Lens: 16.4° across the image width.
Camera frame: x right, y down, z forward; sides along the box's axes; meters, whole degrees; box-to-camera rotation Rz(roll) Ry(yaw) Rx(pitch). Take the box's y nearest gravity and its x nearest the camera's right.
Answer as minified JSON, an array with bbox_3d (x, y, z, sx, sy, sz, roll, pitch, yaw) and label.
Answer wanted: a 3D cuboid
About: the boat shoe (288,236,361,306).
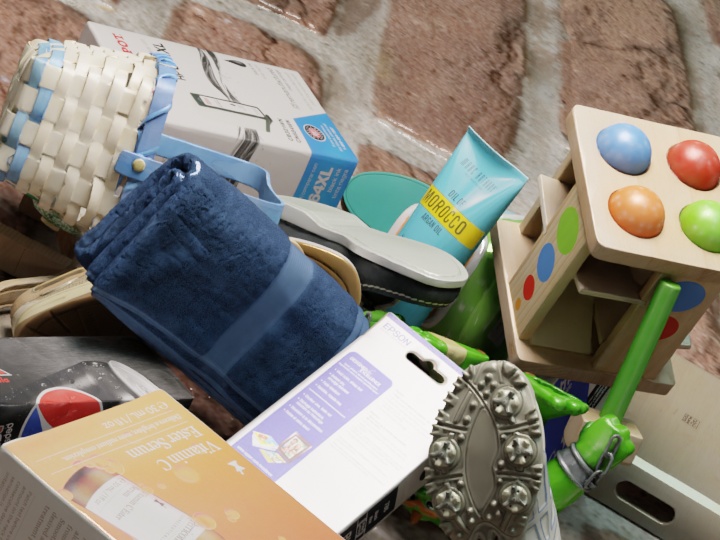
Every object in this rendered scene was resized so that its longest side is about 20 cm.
[{"bbox_3d":[-0.089,0.006,1.721,0.199,0.071,0.069,2,8,17],"label":"boat shoe"}]

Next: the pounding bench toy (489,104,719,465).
[{"bbox_3d":[0.186,0.012,1.697,0.124,0.156,0.201,11,49,-20],"label":"pounding bench toy"}]

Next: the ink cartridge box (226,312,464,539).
[{"bbox_3d":[-0.015,0.117,1.588,0.099,0.039,0.200,39,58,24],"label":"ink cartridge box"}]

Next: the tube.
[{"bbox_3d":[0.042,-0.003,1.784,0.050,0.200,0.077,22,17,-49],"label":"tube"}]

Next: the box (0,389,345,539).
[{"bbox_3d":[-0.105,0.179,1.404,0.200,0.107,0.152,37,26,20],"label":"box"}]

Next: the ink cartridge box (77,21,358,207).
[{"bbox_3d":[-0.124,-0.107,1.959,0.199,0.085,0.146,11,30,-33],"label":"ink cartridge box"}]

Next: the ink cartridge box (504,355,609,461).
[{"bbox_3d":[0.152,0.065,1.817,0.044,0.094,0.200,20,41,21],"label":"ink cartridge box"}]

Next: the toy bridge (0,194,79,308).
[{"bbox_3d":[-0.231,-0.008,1.729,0.067,0.027,0.200,28,24,-1],"label":"toy bridge"}]

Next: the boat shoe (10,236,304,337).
[{"bbox_3d":[-0.135,0.009,1.654,0.199,0.072,0.065,-15,31,-7],"label":"boat shoe"}]

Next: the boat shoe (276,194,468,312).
[{"bbox_3d":[0.000,0.000,1.743,0.075,0.061,0.200,6,12,-36],"label":"boat shoe"}]

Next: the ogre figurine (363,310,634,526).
[{"bbox_3d":[0.071,0.116,1.664,0.199,0.120,0.098,22,6,-1],"label":"ogre figurine"}]

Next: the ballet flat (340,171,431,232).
[{"bbox_3d":[0.079,-0.027,2.018,0.199,0.068,0.072,14,-15,23],"label":"ballet flat"}]

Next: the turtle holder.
[{"bbox_3d":[0.088,0.009,1.884,0.131,0.141,0.185,33,27,16],"label":"turtle holder"}]

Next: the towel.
[{"bbox_3d":[-0.083,0.019,1.607,0.200,0.112,0.049,44,3,-35],"label":"towel"}]

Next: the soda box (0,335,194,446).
[{"bbox_3d":[-0.204,0.085,1.537,0.199,0.063,0.071,0,36,-45],"label":"soda box"}]

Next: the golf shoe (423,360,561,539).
[{"bbox_3d":[0.092,0.155,1.588,0.078,0.201,0.097,0,3,21],"label":"golf shoe"}]

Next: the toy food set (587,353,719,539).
[{"bbox_3d":[0.240,0.137,1.905,0.143,0.061,0.200,31,33,7],"label":"toy food set"}]

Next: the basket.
[{"bbox_3d":[-0.153,-0.082,1.740,0.199,0.140,0.176,15,7,-9],"label":"basket"}]
